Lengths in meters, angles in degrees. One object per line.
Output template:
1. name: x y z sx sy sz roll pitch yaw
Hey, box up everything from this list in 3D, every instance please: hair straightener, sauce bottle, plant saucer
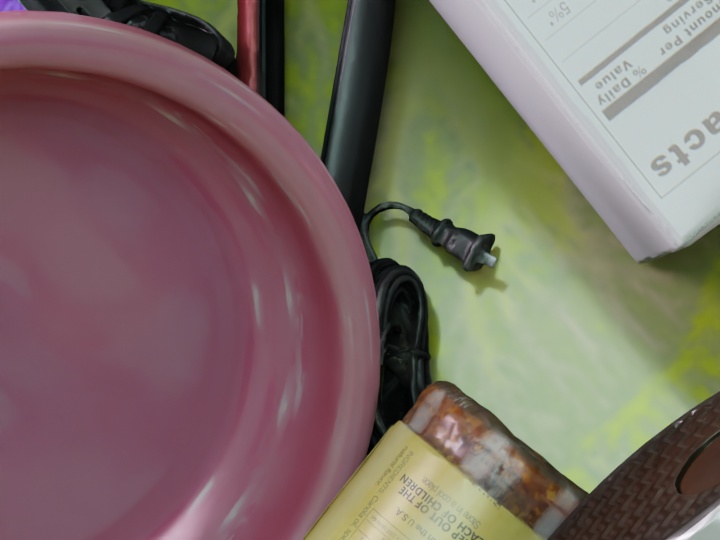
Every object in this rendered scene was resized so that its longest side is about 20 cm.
1. hair straightener: 0.000 0.000 0.801 0.076 0.041 0.201 0 73 9
2. sauce bottle: -0.017 0.124 0.734 0.066 0.066 0.200 38 91 16
3. plant saucer: -0.095 0.027 0.732 0.199 0.051 0.202 -7 112 -17

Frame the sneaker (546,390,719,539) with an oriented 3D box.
1. sneaker: 0.078 0.099 0.684 0.200 0.073 0.085 -44 101 6

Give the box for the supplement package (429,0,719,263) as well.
1. supplement package: 0.063 -0.114 0.757 0.117 0.117 0.200 -38 89 -1

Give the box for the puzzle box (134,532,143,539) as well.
1. puzzle box: -0.147 0.133 0.798 0.199 0.025 0.134 -14 74 5

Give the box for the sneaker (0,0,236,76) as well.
1. sneaker: -0.085 -0.061 0.809 0.099 0.070 0.201 -20 81 19
